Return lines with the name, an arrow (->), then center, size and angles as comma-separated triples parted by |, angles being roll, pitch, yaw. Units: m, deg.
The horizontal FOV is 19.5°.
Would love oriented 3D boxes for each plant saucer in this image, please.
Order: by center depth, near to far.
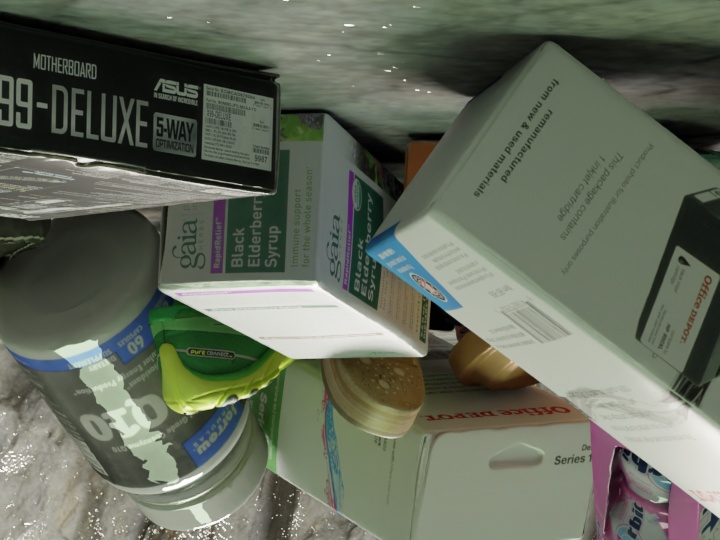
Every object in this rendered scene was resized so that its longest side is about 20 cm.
plant saucer -> 0.148, 0.023, 1.277 | 0.199, 0.033, 0.200 | -26, 167, -6

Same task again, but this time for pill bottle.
pill bottle -> -0.136, 0.065, 1.295 | 0.113, 0.114, 0.201 | -2, 139, 26

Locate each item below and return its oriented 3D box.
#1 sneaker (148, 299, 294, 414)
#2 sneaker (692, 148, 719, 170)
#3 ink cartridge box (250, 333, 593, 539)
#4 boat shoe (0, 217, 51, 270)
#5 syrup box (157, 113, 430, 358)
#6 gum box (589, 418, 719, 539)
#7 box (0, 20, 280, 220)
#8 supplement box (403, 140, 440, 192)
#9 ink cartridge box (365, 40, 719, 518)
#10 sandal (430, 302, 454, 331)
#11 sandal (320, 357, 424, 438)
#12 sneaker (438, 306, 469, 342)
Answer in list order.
sneaker -> -0.057, 0.009, 1.240 | 0.074, 0.084, 0.200 | -10, -160, 32
sneaker -> 0.137, 0.015, 1.034 | 0.077, 0.141, 0.200 | 5, 175, 4
ink cartridge box -> 0.037, 0.107, 1.346 | 0.144, 0.085, 0.199 | -1, -164, -35
boat shoe -> -0.244, -0.012, 1.244 | 0.071, 0.061, 0.200 | 6, 173, -39
syrup box -> -0.026, -0.012, 1.017 | 0.081, 0.080, 0.200 | -1, 168, 15
gum box -> 0.188, 0.054, 1.016 | 0.066, 0.200, 0.114 | 30, 149, 29
box -> -0.153, -0.056, 0.808 | 0.157, 0.050, 0.199 | -4, 173, 43
supplement box -> 0.068, -0.022, 1.078 | 0.066, 0.070, 0.200 | 2, 178, 11
ink cartridge box -> 0.113, 0.013, 0.828 | 0.199, 0.085, 0.145 | 37, 170, -5
sandal -> 0.010, 0.021, 1.422 | 0.074, 0.046, 0.200 | 5, -167, -17
sandal -> 0.005, 0.001, 1.173 | 0.077, 0.070, 0.212 | 16, -151, -23
sneaker -> 0.069, 0.006, 1.290 | 0.070, 0.083, 0.200 | 0, 175, 26
